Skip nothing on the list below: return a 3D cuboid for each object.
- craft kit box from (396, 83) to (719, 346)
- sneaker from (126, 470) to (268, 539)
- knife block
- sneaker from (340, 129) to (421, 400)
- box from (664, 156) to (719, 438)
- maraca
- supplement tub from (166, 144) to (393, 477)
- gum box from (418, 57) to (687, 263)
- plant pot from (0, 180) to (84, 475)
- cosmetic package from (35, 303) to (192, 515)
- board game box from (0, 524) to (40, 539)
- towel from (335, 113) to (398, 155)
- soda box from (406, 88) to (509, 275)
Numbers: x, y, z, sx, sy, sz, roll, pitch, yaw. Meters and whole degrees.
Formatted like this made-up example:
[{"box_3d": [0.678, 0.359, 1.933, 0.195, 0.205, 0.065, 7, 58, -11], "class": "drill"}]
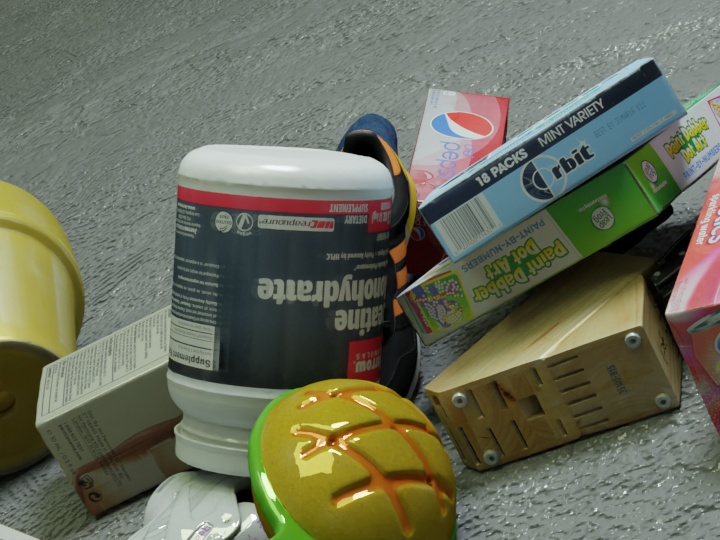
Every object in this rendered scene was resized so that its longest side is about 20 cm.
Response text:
[{"box_3d": [0.146, -0.040, 1.423, 0.200, 0.049, 0.197, -32, 5, 34], "class": "craft kit box"}, {"box_3d": [-0.108, 0.183, 1.321, 0.099, 0.075, 0.200, -15, 26, 30], "class": "sneaker"}, {"box_3d": [0.150, 0.031, 1.367, 0.199, 0.064, 0.176, -21, 23, 18], "class": "knife block"}, {"box_3d": [0.000, 0.000, 1.461, 0.070, 0.090, 0.201, -4, 65, 13], "class": "sneaker"}, {"box_3d": [0.261, -0.001, 1.269, 0.102, 0.095, 0.200, -13, 27, 29], "class": "box"}, {"box_3d": [-0.005, 0.140, 1.248, 0.200, 0.137, 0.107, -86, 20, -54], "class": "maraca"}, {"box_3d": [-0.053, 0.023, 1.379, 0.140, 0.201, 0.140, 3, 7, 0], "class": "supplement tub"}, {"box_3d": [0.123, -0.075, 1.384, 0.170, 0.045, 0.200, -33, 3, 6], "class": "gum box"}, {"box_3d": [-0.303, 0.057, 1.678, 0.200, 0.201, 0.189, -29, 39, -3], "class": "plant pot"}, {"box_3d": [-0.125, 0.081, 1.537, 0.199, 0.087, 0.103, -26, 22, 8], "class": "cosmetic package"}, {"box_3d": [-0.243, 0.223, 1.455, 0.095, 0.030, 0.200, -40, 23, -26], "class": "board game box"}, {"box_3d": [-0.005, -0.042, 1.635, 0.048, 0.112, 0.200, 17, 23, -7], "class": "towel"}, {"box_3d": [0.072, -0.068, 1.628, 0.070, 0.064, 0.200, 7, 29, 4], "class": "soda box"}]
